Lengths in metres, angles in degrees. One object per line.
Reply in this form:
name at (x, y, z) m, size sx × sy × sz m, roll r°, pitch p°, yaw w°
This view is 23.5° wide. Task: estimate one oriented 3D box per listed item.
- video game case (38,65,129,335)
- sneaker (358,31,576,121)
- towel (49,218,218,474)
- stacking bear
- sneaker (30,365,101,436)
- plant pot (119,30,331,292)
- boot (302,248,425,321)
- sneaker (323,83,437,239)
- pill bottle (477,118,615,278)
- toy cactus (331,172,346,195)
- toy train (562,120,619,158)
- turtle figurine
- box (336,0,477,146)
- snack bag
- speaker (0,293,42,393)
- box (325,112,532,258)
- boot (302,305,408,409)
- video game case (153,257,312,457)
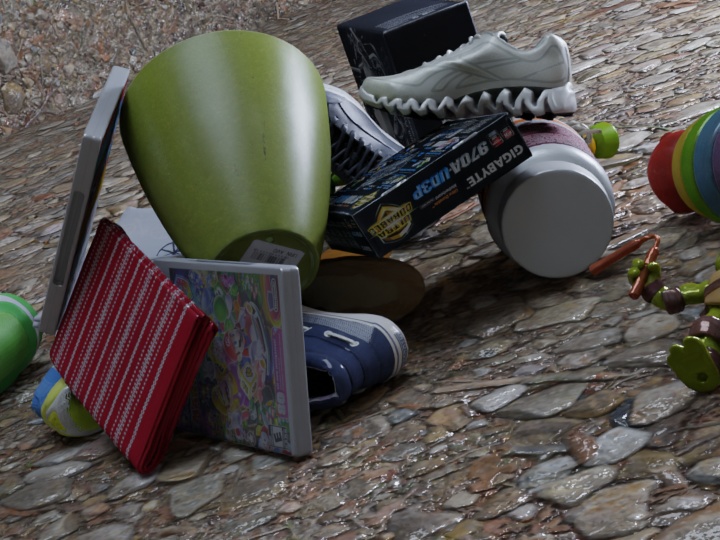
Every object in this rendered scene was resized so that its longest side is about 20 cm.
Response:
video game case at (-0.241, -0.062, 1.514) m, size 0.017 × 0.200 × 0.143 m, roll 16°, pitch 30°, yaw -6°
sneaker at (0.097, -0.176, 1.583) m, size 0.200 × 0.081 × 0.075 m, roll 0°, pitch 4°, yaw 13°
towel at (-0.191, 0.059, 1.424) m, size 0.022 × 0.145 × 0.200 m, roll 12°, pitch 18°, yaw -38°
stacking bear at (0.317, -0.090, 1.480) m, size 0.114 × 0.122 × 0.200 m, roll -17°, pitch 4°, yaw -19°
sneaker at (-0.218, 0.079, 1.572) m, size 0.200 × 0.076 × 0.105 m, roll -31°, pitch 19°, yaw -35°
plant pot at (-0.101, -0.070, 1.478) m, size 0.187 × 0.187 × 0.200 m, roll -18°, pitch 46°, yaw 1°
boot at (0.000, 0.001, 1.595) m, size 0.201 × 0.071 × 0.144 m, roll -13°, pitch 16°, yaw 35°
sneaker at (0.003, -0.110, 1.769) m, size 0.077 × 0.202 × 0.146 m, roll -52°, pitch 29°, yaw 14°
pill bottle at (0.164, -0.065, 1.546) m, size 0.114 × 0.114 × 0.200 m, roll -18°, pitch 15°, yaw 4°
toy cactus at (-0.082, -0.069, 1.837) m, size 0.200 × 0.102 × 0.165 m, roll -24°, pitch -4°, yaw -10°
toy train at (0.214, -0.123, 1.730) m, size 0.116 × 0.085 × 0.200 m, roll -13°, pitch 0°, yaw -35°
turtle figurine at (0.255, 0.025, 1.224) m, size 0.200 × 0.064 × 0.161 m, roll -5°, pitch 27°, yaw 17°
box at (0.074, -0.194, 1.937) m, size 0.104 × 0.200 × 0.182 m, roll -22°, pitch 15°, yaw -11°
snack bag at (-0.180, -0.010, 1.592) m, size 0.188 × 0.021 × 0.200 m, roll -2°, pitch 34°, yaw 27°
speaker at (-0.392, 0.093, 1.708) m, size 0.088 × 0.089 × 0.200 m, roll -12°, pitch 17°, yaw 24°
box at (0.047, -0.075, 1.505) m, size 0.159 × 0.046 × 0.200 m, roll -34°, pitch 9°, yaw -9°
boot at (-0.064, 0.071, 1.418) m, size 0.200 × 0.073 × 0.090 m, roll -4°, pitch 16°, yaw 41°
video game case at (-0.104, 0.064, 1.368) m, size 0.018 × 0.143 × 0.200 m, roll -8°, pitch 7°, yaw -35°
